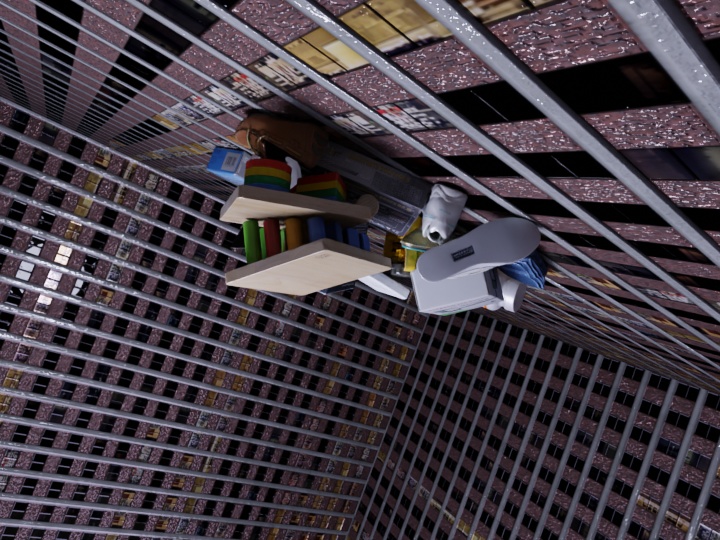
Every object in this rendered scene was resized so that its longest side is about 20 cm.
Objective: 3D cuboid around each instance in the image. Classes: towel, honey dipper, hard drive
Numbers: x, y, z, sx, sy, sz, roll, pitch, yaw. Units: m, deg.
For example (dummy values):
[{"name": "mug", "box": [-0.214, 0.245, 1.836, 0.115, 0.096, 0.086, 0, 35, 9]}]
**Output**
[{"name": "towel", "box": [0.305, -0.019, 1.045, 0.110, 0.049, 0.199, 22, 177, 31]}, {"name": "honey dipper", "box": [-0.008, -0.092, 0.929, 0.037, 0.039, 0.200, 22, 170, -9]}, {"name": "hard drive", "box": [0.000, 0.000, 1.159, 0.198, 0.027, 0.131, 31, 172, -30]}]

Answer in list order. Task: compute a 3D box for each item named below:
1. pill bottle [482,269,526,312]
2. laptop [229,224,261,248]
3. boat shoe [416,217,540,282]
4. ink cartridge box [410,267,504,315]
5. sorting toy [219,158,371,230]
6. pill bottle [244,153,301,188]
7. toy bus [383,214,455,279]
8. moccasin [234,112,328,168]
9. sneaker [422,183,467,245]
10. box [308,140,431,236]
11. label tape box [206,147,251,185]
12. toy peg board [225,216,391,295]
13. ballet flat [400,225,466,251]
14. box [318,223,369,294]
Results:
[{"name": "pill bottle", "box": [0.298, 0.028, 1.295, 0.197, 0.115, 0.113, 20, 177, 32]}, {"name": "laptop", "box": [-0.148, -0.064, 1.131, 0.183, 0.118, 0.200, 2, 161, 11]}, {"name": "boat shoe", "box": [0.187, -0.028, 0.848, 0.197, 0.073, 0.066, -23, 175, 9]}, {"name": "ink cartridge box", "box": [0.200, 0.033, 1.069, 0.143, 0.086, 0.199, -16, 168, 21]}, {"name": "sorting toy", "box": [-0.106, -0.113, 0.827, 0.196, 0.071, 0.198, 7, 174, -22]}, {"name": "pill bottle", "box": [-0.185, -0.185, 1.105, 0.111, 0.114, 0.200, 22, 177, -11]}, {"name": "toy bus", "box": [0.149, -0.042, 1.152, 0.188, 0.139, 0.200, 9, 176, -9]}, {"name": "moccasin", "box": [-0.134, -0.197, 0.835, 0.199, 0.079, 0.073, 21, 177, 34]}, {"name": "sneaker", "box": [0.128, -0.085, 0.887, 0.069, 0.082, 0.200, 20, 178, 6]}, {"name": "box", "box": [0.007, -0.137, 0.903, 0.197, 0.049, 0.159, 22, 165, -1]}, {"name": "label tape box", "box": [-0.263, -0.232, 1.324, 0.143, 0.064, 0.199, 19, 175, 44]}, {"name": "toy peg board", "box": [-0.084, -0.038, 0.855, 0.196, 0.100, 0.199, -17, 165, 29]}, {"name": "ballet flat", "box": [0.156, -0.063, 1.022, 0.197, 0.072, 0.070, 9, -174, -39]}, {"name": "box", "box": [-0.072, -0.055, 1.400, 0.106, 0.204, 0.148, 19, -167, 27]}]
